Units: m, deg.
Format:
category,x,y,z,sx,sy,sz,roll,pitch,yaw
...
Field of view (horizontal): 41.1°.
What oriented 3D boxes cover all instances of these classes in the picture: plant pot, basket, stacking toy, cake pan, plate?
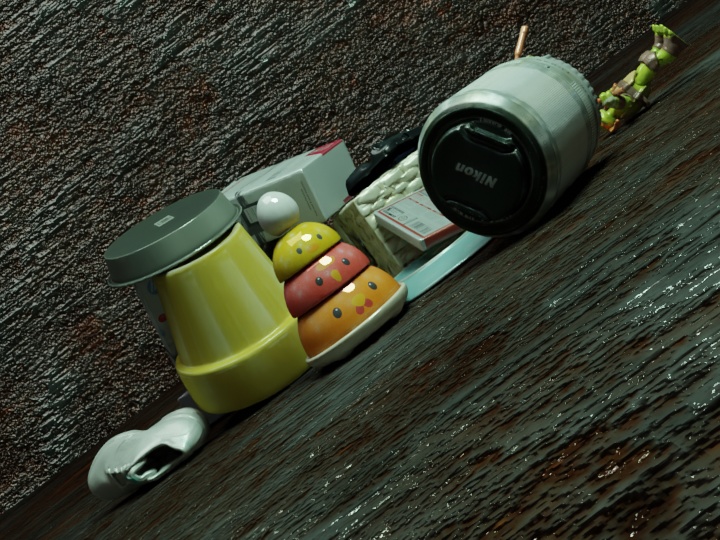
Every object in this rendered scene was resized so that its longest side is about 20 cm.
category,x,y,z,sx,sy,sz,roll,pitch,yaw
plant pot,-0.169,0.050,1.240,0.200,0.190,0.201,-24,21,10
basket,0.080,-0.086,1.346,0.200,0.136,0.123,-37,0,-14
stacking toy,-0.055,-0.003,1.099,0.146,0.200,0.146,-38,4,3
cake pan,-0.249,-0.047,1.251,0.199,0.037,0.200,-25,19,9
plate,0.095,-0.011,1.201,0.200,0.026,0.200,-38,3,2

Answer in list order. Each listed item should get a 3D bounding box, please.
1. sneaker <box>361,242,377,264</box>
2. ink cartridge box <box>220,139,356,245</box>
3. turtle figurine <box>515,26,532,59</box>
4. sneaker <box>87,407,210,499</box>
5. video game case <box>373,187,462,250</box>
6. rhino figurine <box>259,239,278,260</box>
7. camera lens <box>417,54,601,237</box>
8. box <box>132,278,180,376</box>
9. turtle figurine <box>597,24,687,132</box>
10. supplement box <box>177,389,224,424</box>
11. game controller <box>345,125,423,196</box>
category,x,y,z,sx,sy,sz,roll,pitch,yaw
sneaker,0.000,0.000,1.410,0.200,0.076,0.088,-46,-24,5
ink cartridge box,-0.118,-0.105,1.405,0.199,0.084,0.145,-18,17,30
turtle figurine,0.255,-0.219,1.298,0.064,0.201,0.161,-14,-14,10
sneaker,-0.285,0.248,1.227,0.199,0.075,0.089,-34,16,21
video game case,0.131,-0.092,1.226,0.199,0.018,0.143,-27,26,-14
rhino figurine,-0.070,-0.023,1.498,0.088,0.199,0.060,-76,4,-63
camera lens,0.167,-0.140,1.058,0.160,0.160,0.200,-34,4,40
box,-0.220,0.042,1.348,0.155,0.201,0.041,-34,39,-21
turtle figurine,0.357,-0.240,1.255,0.162,0.064,0.200,-54,-8,17
supplement box,-0.193,0.163,1.452,0.109,0.061,0.200,-35,3,9
game controller,0.041,-0.159,1.383,0.104,0.042,0.200,-51,-5,24
